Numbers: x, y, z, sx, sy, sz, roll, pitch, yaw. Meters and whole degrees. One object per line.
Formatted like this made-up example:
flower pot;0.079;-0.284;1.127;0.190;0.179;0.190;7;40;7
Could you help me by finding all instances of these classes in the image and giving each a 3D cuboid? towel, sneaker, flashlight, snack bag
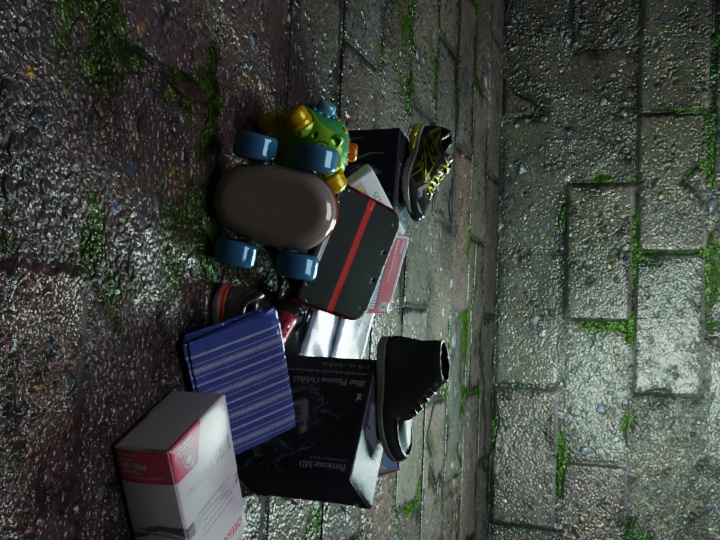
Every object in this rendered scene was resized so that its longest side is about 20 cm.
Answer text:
towel;-0.167;0.158;1.248;0.144;0.024;0.202;-20;117;-26
sneaker;0.084;0.201;1.370;0.075;0.105;0.202;-35;123;-65
flashlight;-0.128;0.101;1.409;0.201;0.067;0.068;-63;147;-49
snack bag;-0.029;0.077;1.551;0.199;0.021;0.190;15;93;-60
sneaker;0.126;-0.187;1.661;0.075;0.084;0.202;50;44;-62
sneaker;-0.165;0.120;1.277;0.077;0.081;0.202;-23;112;-69

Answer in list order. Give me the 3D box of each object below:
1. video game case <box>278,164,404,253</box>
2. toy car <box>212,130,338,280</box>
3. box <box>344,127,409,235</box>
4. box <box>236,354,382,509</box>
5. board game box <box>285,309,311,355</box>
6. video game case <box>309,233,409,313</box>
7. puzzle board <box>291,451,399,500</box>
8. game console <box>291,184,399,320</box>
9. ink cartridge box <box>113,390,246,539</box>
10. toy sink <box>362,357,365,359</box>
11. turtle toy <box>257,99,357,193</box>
video game case;-0.034;-0.062;1.514;0.023;0.199;0.182;52;-3;39
toy car;-0.110;-0.094;1.324;0.200;0.175;0.186;-22;123;-83
box;0.013;-0.155;1.682;0.104;0.146;0.202;41;53;-66
box;-0.068;0.245;1.392;0.118;0.195;0.201;64;33;-51
board game box;-0.088;0.165;1.577;0.135;0.034;0.202;-54;141;-59
video game case;0.000;0.000;1.512;0.199;0.017;0.144;6;101;-50
puzzle board;-0.033;0.306;1.530;0.017;0.198;0.152;-125;-155;-64
game console;-0.021;-0.026;1.444;0.176;0.031;0.202;22;89;-48
ink cartridge box;-0.220;0.274;1.125;0.147;0.082;0.202;-48;135;-63
toy sink;-0.006;0.281;1.629;0.200;0.111;0.131;-60;174;-52
turtle toy;-0.080;-0.199;1.384;0.101;0.199;0.146;-42;115;-26
